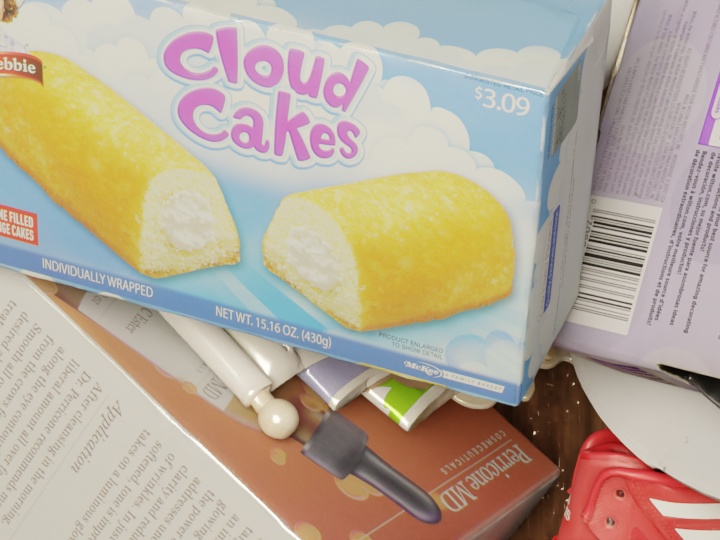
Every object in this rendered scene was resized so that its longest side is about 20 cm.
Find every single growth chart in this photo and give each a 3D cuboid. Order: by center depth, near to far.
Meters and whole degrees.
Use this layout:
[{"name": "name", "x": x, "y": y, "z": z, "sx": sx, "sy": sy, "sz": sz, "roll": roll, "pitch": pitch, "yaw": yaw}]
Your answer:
[{"name": "growth chart", "x": 0.000, "y": 0.000, "z": 0.897, "sx": 0.145, "sy": 0.200, "sz": 0.018, "roll": 49, "pitch": 127, "yaw": 22}]

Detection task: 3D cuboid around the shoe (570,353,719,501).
[{"name": "shoe", "x": 0.162, "y": 0.062, "z": 0.843, "sx": 0.200, "sy": 0.091, "sz": 0.071, "roll": 31, "pitch": 92, "yaw": 36}]

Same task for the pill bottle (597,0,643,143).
[{"name": "pill bottle", "x": 0.048, "y": -0.099, "z": 0.879, "sx": 0.114, "sy": 0.200, "sz": 0.114, "roll": -1, "pitch": 84, "yaw": 13}]

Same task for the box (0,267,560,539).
[{"name": "box", "x": -0.058, "y": 0.060, "z": 0.894, "sx": 0.200, "sy": 0.152, "sz": 0.106, "roll": 42, "pitch": 118, "yaw": 12}]

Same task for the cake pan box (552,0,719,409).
[{"name": "cake pan box", "x": 0.159, "y": -0.043, "z": 0.771, "sx": 0.184, "sy": 0.052, "sz": 0.200, "roll": 11, "pitch": 83, "yaw": 46}]

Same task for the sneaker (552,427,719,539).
[{"name": "sneaker", "x": 0.064, "y": 0.118, "z": 0.896, "sx": 0.200, "sy": 0.078, "sz": 0.116, "roll": -21, "pitch": 109, "yaw": -4}]

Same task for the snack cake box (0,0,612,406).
[{"name": "snack cake box", "x": -0.031, "y": -0.046, "z": 0.775, "sx": 0.200, "sy": 0.067, "sz": 0.115, "roll": 15, "pitch": 129, "yaw": 16}]
